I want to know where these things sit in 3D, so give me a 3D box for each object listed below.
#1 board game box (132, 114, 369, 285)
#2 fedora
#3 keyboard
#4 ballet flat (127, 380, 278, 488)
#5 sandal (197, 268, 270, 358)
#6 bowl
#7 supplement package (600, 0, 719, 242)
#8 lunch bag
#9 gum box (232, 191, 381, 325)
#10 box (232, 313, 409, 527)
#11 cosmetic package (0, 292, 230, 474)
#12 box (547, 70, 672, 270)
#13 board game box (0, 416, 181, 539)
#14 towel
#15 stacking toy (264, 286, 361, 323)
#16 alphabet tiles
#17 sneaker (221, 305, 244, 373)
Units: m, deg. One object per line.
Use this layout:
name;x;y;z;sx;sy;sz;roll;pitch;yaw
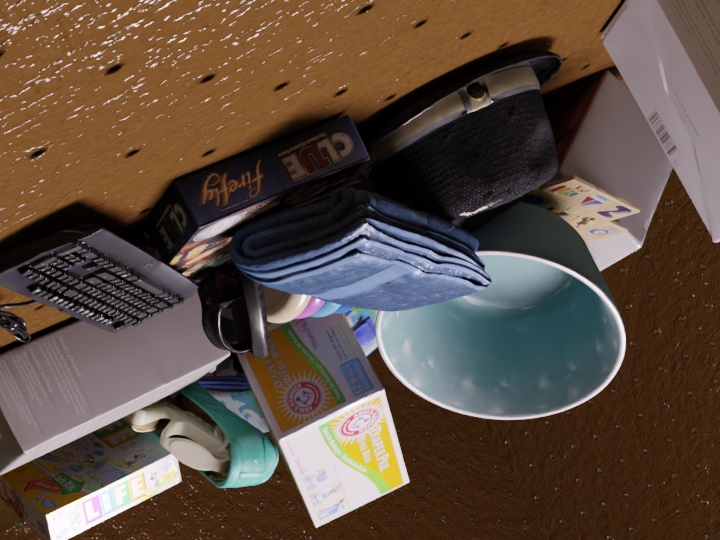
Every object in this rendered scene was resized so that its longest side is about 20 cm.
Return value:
board game box;-0.091;-0.034;1.022;0.135;0.035;0.200;-25;173;-28
fedora;0.081;-0.082;1.105;0.200;0.092;0.201;-28;174;-3
keyboard;-0.186;0.017;0.933;0.127;0.021;0.200;-19;165;8
ballet flat;-0.162;0.130;1.303;0.070;0.200;0.068;-7;120;-54
sandal;-0.095;0.034;1.088;0.048;0.076;0.200;-9;171;-8
bowl;0.116;0.020;1.205;0.201;0.201;0.105;-32;-148;34
supplement package;0.324;-0.158;1.104;0.199;0.192;0.147;-27;175;-7
lunch bag;-0.074;0.082;1.523;0.200;0.083;0.160;-40;-156;-32
gum box;-0.005;-0.021;1.361;0.200;0.066;0.113;-24;174;-31
box;-0.033;0.132;1.337;0.101;0.113;0.200;-25;147;-7
cosmetic package;-0.220;0.085;1.213;0.200;0.090;0.107;-28;176;-33
box;0.186;-0.066;1.396;0.200;0.106;0.153;-36;-162;49
board game box;-0.276;0.171;1.357;0.134;0.034;0.200;-24;-149;-33
towel;0.003;-0.007;1.019;0.111;0.049;0.200;-18;164;26
stacking toy;0.000;0.000;1.241;0.199;0.086;0.085;0;156;-42
alphabet tiles;0.129;-0.041;1.259;0.200;0.006;0.166;-17;156;40
sneaker;-0.103;0.049;1.423;0.199;0.085;0.075;-27;174;-13
